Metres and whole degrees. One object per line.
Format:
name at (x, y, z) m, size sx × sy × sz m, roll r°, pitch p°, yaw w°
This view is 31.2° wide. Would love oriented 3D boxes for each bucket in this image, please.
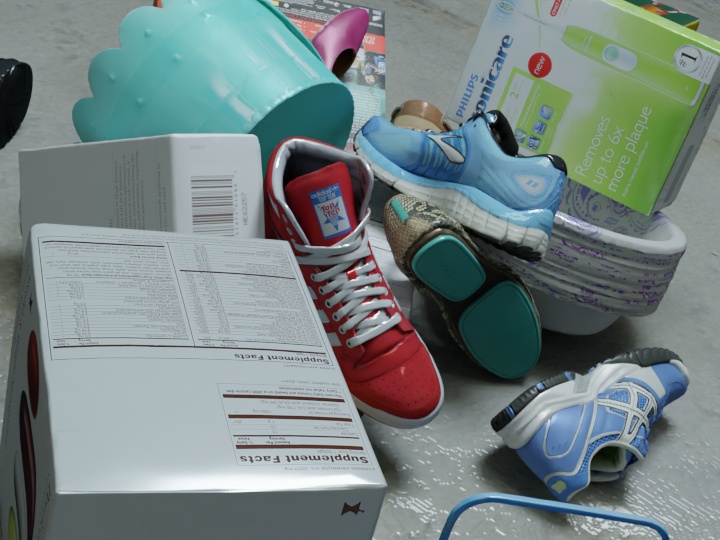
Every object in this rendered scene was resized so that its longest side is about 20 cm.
bucket at (-0.111, -0.113, 1.015) m, size 0.135 × 0.208 × 0.207 m, roll 41°, pitch 37°, yaw 19°

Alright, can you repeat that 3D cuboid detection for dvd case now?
dvd case at (-0.045, -0.193, 1.271) m, size 0.145 × 0.022 × 0.201 m, roll 9°, pitch 55°, yaw -14°

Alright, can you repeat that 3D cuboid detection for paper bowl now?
paper bowl at (0.157, -0.020, 1.064) m, size 0.200 × 0.105 × 0.201 m, roll 20°, pitch 18°, yaw -7°

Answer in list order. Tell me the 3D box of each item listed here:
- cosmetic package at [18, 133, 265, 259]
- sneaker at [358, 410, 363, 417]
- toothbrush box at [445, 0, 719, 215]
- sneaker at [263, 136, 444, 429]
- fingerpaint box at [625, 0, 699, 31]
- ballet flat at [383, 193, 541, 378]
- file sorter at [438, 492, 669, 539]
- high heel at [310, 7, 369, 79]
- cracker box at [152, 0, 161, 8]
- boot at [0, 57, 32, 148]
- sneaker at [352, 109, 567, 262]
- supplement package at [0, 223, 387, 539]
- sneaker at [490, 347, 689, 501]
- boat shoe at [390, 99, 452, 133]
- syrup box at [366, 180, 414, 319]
cosmetic package at (-0.153, -0.038, 0.874) m, size 0.074 × 0.102 × 0.200 m, roll -4°, pitch 5°, yaw -41°
sneaker at (-0.082, 0.059, 0.856) m, size 0.199 × 0.089 × 0.074 m, roll 7°, pitch 30°, yaw -18°
toothbrush box at (0.196, -0.157, 1.094) m, size 0.200 × 0.146 × 0.086 m, roll 30°, pitch 21°, yaw 21°
sneaker at (-0.006, 0.004, 0.835) m, size 0.071 × 0.113 × 0.200 m, roll -28°, pitch 70°, yaw -23°
fingerpaint box at (0.231, -0.150, 1.240) m, size 0.073 × 0.201 × 0.167 m, roll 30°, pitch 33°, yaw 23°
ballet flat at (0.075, 0.005, 0.948) m, size 0.200 × 0.068 × 0.075 m, roll 46°, pitch 10°, yaw -46°
file sorter at (0.105, 0.225, 0.643) m, size 0.138 × 0.123 × 0.200 m, roll 11°, pitch 30°, yaw -11°
high heel at (-0.022, -0.160, 1.197) m, size 0.096 × 0.067 × 0.200 m, roll 29°, pitch 59°, yaw 13°
cracker box at (-0.119, -0.239, 1.350) m, size 0.199 × 0.058 × 0.134 m, roll 8°, pitch 33°, yaw -13°
boot at (-0.378, -0.139, 1.052) m, size 0.162 × 0.074 × 0.198 m, roll 16°, pitch 31°, yaw 5°
sneaker at (0.079, -0.080, 0.969) m, size 0.200 × 0.090 × 0.078 m, roll 30°, pitch 2°, yaw 40°
supplement package at (-0.100, 0.112, 0.655) m, size 0.146 × 0.192 × 0.200 m, roll 3°, pitch 32°, yaw -20°
sneaker at (0.177, 0.111, 0.933) m, size 0.199 × 0.076 × 0.077 m, roll -15°, pitch 65°, yaw -42°
boat shoe at (0.054, -0.108, 1.142) m, size 0.075 × 0.072 × 0.200 m, roll 17°, pitch -1°, yaw 0°
syrup box at (0.000, 0.000, 0.999) m, size 0.081 × 0.079 × 0.200 m, roll 15°, pitch 30°, yaw -3°
